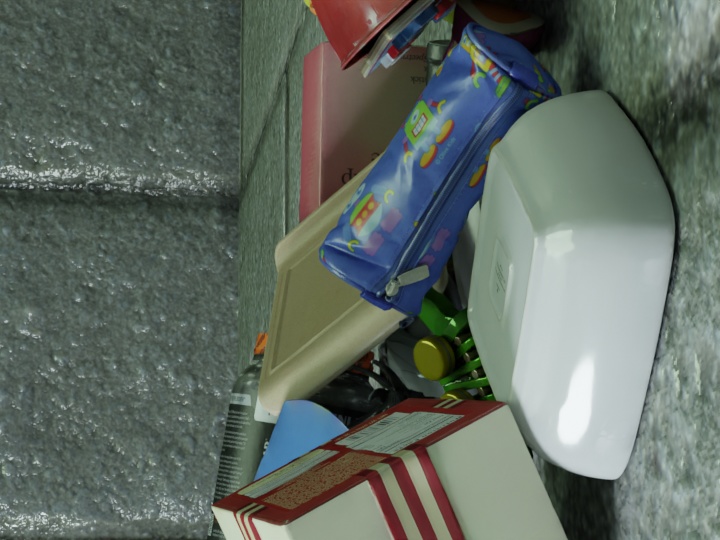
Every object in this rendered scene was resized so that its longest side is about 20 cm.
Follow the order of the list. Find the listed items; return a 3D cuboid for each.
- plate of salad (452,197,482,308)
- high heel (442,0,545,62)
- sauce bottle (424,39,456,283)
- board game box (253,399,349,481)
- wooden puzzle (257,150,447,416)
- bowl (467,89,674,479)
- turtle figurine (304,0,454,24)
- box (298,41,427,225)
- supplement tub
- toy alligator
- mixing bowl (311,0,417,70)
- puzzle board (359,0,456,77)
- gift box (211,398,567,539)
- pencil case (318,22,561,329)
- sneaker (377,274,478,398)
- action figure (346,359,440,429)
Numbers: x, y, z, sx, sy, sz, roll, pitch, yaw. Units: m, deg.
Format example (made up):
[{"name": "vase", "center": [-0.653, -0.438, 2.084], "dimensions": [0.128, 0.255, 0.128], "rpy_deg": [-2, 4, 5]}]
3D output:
[{"name": "plate of salad", "center": [0.097, -0.036, 1.292], "dimensions": [0.200, 0.048, 0.201], "rpy_deg": [176, 90, -83]}, {"name": "high heel", "center": [0.086, -0.148, 1.309], "dimensions": [0.200, 0.067, 0.096], "rpy_deg": [-106, 30, -76]}, {"name": "sauce bottle", "center": [0.065, -0.084, 1.456], "dimensions": [0.065, 0.064, 0.201], "rpy_deg": [-122, 34, -73]}, {"name": "board game box", "center": [-0.019, 0.188, 1.300], "dimensions": [0.158, 0.039, 0.200], "rpy_deg": [52, 135, 36]}, {"name": "wooden puzzle", "center": [0.000, 0.000, 1.363], "dimensions": [0.185, 0.037, 0.200], "rpy_deg": [-39, 28, 25]}, {"name": "bowl", "center": [0.119, 0.007, 1.097], "dimensions": [0.200, 0.074, 0.200], "rpy_deg": [-107, 20, -59]}, {"name": "turtle figurine", "center": [0.022, -0.220, 1.454], "dimensions": [0.200, 0.161, 0.065], "rpy_deg": [-157, 69, -79]}, {"name": "box", "center": [0.017, -0.091, 1.559], "dimensions": [0.109, 0.127, 0.201], "rpy_deg": [176, 96, -80]}, {"name": "supplement tub", "center": [-0.051, 0.156, 1.434], "dimensions": [0.123, 0.122, 0.201], "rpy_deg": [157, 123, -79]}, {"name": "toy alligator", "center": [0.092, 0.091, 1.214], "dimensions": [0.054, 0.059, 0.201], "rpy_deg": [-31, 82, 50]}, {"name": "mixing bowl", "center": [0.027, -0.246, 1.260], "dimensions": [0.108, 0.200, 0.200], "rpy_deg": [48, 168, -1]}, {"name": "puzzle board", "center": [0.066, -0.200, 1.297], "dimensions": [0.017, 0.151, 0.200], "rpy_deg": [48, 176, -3]}, {"name": "gift box", "center": [0.034, 0.193, 1.121], "dimensions": [0.187, 0.184, 0.200], "rpy_deg": [65, 166, -5]}, {"name": "pencil case", "center": [0.051, -0.061, 1.179], "dimensions": [0.200, 0.078, 0.087], "rpy_deg": [-57, 25, 15]}, {"name": "sneaker", "center": [0.048, 0.051, 1.410], "dimensions": [0.200, 0.075, 0.115], "rpy_deg": [-131, 22, -69]}, {"name": "action figure", "center": [0.053, 0.156, 1.299], "dimensions": [0.119, 0.102, 0.201], "rpy_deg": [-17, 87, 54]}]
